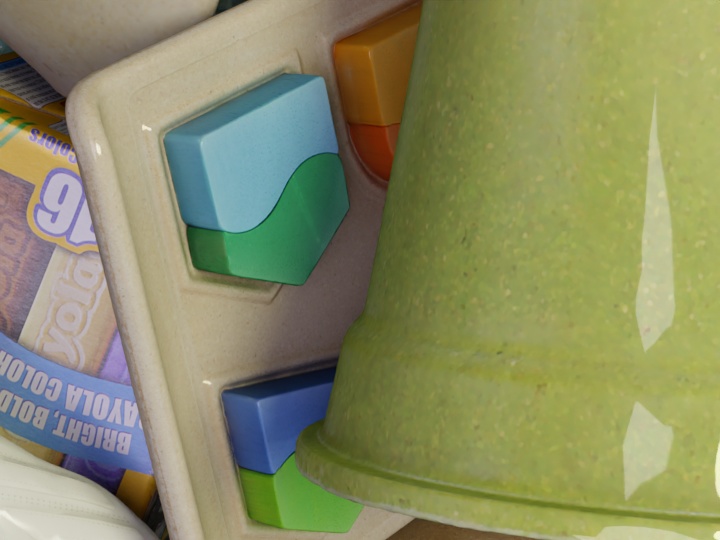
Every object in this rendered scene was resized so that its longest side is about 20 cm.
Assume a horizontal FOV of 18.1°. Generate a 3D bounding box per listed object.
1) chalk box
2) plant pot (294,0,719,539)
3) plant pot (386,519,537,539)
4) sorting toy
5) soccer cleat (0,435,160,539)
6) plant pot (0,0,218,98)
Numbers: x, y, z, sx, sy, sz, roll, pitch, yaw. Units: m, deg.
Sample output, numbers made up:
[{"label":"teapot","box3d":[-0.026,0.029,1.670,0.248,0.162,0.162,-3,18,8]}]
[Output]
[{"label":"chalk box","box3d":[-0.113,0.041,0.776,0.123,0.124,0.201,25,102,3]},{"label":"plant pot","box3d":[0.085,-0.032,0.624,0.199,0.200,0.186,4,95,8]},{"label":"plant pot","box3d":[0.056,0.178,0.804,0.199,0.027,0.202,6,110,17]},{"label":"sorting toy","box3d":[0.000,0.000,0.704,0.036,0.200,0.186,6,118,38]},{"label":"soccer cleat","box3d":[-0.129,0.070,0.681,0.200,0.078,0.069,44,103,-2]},{"label":"plant pot","box3d":[-0.100,-0.161,0.717,0.200,0.201,0.184,-37,104,13]}]
